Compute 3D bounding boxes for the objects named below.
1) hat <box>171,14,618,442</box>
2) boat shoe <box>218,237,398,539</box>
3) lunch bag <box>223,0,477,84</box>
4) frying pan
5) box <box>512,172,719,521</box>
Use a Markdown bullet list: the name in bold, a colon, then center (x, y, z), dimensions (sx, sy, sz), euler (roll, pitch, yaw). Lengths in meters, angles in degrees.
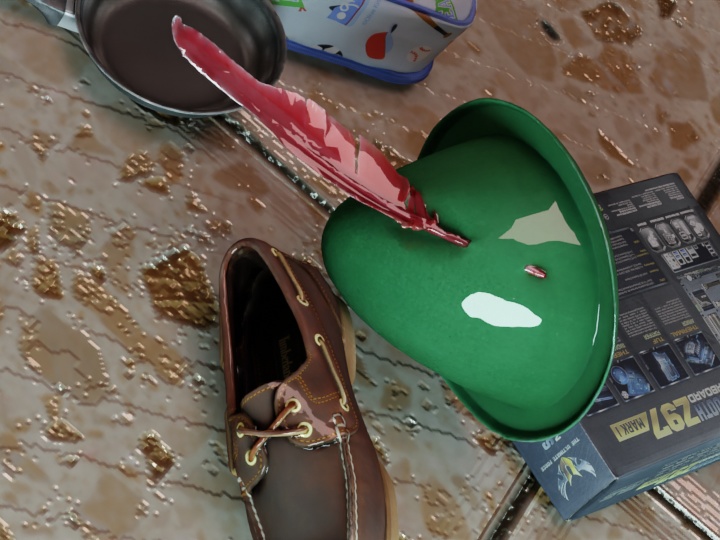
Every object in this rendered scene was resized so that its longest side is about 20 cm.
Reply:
- **hat**: center (0.000, 0.000, 1.208), dimensions (0.176, 0.166, 0.200), euler (-8, 53, -35)
- **boat shoe**: center (-0.034, 0.073, 1.171), dimensions (0.070, 0.070, 0.200), euler (46, 21, -45)
- **lunch bag**: center (-0.017, -0.209, 1.426), dimensions (0.160, 0.076, 0.200), euler (14, 50, -26)
- **frying pan**: center (-0.129, -0.120, 1.296), dimensions (0.190, 0.031, 0.115), euler (-6, 57, -25)
- **box**: center (0.143, 0.037, 1.360), dimensions (0.200, 0.051, 0.158), euler (-17, 67, -45)
